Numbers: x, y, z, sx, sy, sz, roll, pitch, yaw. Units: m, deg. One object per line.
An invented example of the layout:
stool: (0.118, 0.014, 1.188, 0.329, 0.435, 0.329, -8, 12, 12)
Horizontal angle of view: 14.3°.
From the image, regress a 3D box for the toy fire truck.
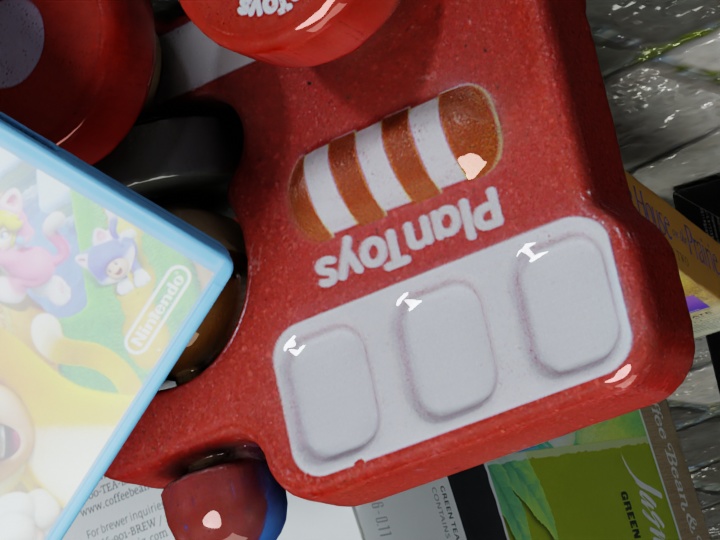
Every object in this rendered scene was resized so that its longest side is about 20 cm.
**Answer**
toy fire truck: (-0.020, -0.016, 0.753, 0.200, 0.168, 0.112, -22, 159, 28)

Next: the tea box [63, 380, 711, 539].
tea box: (-0.018, 0.104, 0.917, 0.200, 0.134, 0.197, -24, 169, 34)

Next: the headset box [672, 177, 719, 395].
headset box: (0.193, 0.054, 1.120, 0.077, 0.149, 0.200, -16, 160, 16)

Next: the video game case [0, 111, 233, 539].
video game case: (-0.151, 0.007, 0.686, 0.200, 0.143, 0.018, 31, -173, -17)

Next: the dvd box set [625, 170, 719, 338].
dvd box set: (0.031, 0.005, 0.948, 0.146, 0.029, 0.200, -18, 161, 20)
